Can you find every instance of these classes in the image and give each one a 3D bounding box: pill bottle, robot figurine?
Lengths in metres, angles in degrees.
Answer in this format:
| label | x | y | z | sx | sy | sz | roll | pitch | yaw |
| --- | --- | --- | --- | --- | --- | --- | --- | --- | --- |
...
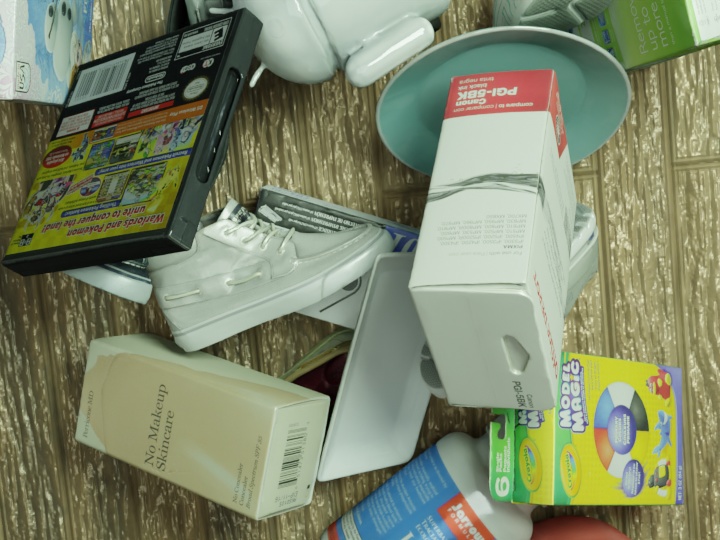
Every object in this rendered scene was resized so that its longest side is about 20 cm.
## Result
| label | x | y | z | sx | sy | sz | roll | pitch | yaw |
| --- | --- | --- | --- | --- | --- | --- | --- | --- | --- |
| pill bottle | 0.073 | 0.207 | 0.934 | 0.200 | 0.112 | 0.113 | -39 | 93 | 6 |
| robot figurine | -0.011 | -0.214 | 0.832 | 0.199 | 0.113 | 0.171 | -29 | 63 | 1 |

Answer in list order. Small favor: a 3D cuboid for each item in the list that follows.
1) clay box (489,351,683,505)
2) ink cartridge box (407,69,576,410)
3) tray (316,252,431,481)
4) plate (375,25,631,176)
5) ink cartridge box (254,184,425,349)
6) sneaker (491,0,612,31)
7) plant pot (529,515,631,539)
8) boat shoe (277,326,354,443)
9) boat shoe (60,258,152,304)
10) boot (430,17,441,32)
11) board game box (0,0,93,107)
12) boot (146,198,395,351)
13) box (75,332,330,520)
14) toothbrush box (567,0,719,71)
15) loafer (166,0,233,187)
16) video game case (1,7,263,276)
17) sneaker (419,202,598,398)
| label | x | y | z | sx | sy | sz | roll | pitch | yaw |
| --- | --- | --- | --- | --- | --- | --- | --- | --- | --- |
| clay box | 0.182 | 0.127 | 0.882 | 0.199 | 0.047 | 0.116 | 10 | 78 | -42 |
| ink cartridge box | 0.101 | -0.022 | 0.804 | 0.082 | 0.201 | 0.147 | 0 | 140 | 18 |
| tray | 0.022 | 0.073 | 0.905 | 0.107 | 0.022 | 0.202 | -3 | 117 | -40 |
| plate | 0.110 | -0.131 | 0.875 | 0.198 | 0.201 | 0.026 | -3 | 60 | 3 |
| ink cartridge box | 0.000 | 0.000 | 0.950 | 0.198 | 0.044 | 0.095 | 17 | 98 | 0 |
| sneaker | 0.135 | -0.212 | 0.849 | 0.070 | 0.200 | 0.081 | -7 | 79 | -13 |
| plant pot | 0.187 | 0.298 | 0.897 | 0.198 | 0.177 | 0.203 | -1 | 103 | -4 |
| boat shoe | -0.062 | 0.126 | 0.954 | 0.074 | 0.066 | 0.200 | 42 | 96 | -2 |
| boat shoe | -0.201 | -0.043 | 0.885 | 0.070 | 0.200 | 0.092 | 23 | 95 | -31 |
| boot | -0.038 | -0.222 | 0.917 | 0.198 | 0.072 | 0.146 | -12 | 97 | 0 |
| board game box | -0.248 | -0.230 | 0.859 | 0.043 | 0.199 | 0.202 | 5 | 97 | 2 |
| boot | -0.078 | -0.015 | 0.891 | 0.198 | 0.074 | 0.096 | -24 | 103 | 8 |
| box | -0.131 | 0.121 | 0.909 | 0.198 | 0.077 | 0.096 | 14 | 98 | 31 |
| toothbrush box | 0.216 | -0.229 | 0.831 | 0.085 | 0.200 | 0.147 | -16 | 96 | -12 |
| loafer | -0.142 | -0.141 | 0.905 | 0.068 | 0.070 | 0.202 | 37 | 124 | 35 |
| video game case | -0.168 | -0.089 | 0.811 | 0.199 | 0.025 | 0.182 | -7 | 59 | 41 |
| sneaker | 0.132 | 0.038 | 0.906 | 0.200 | 0.075 | 0.082 | -43 | 129 | -14 |
